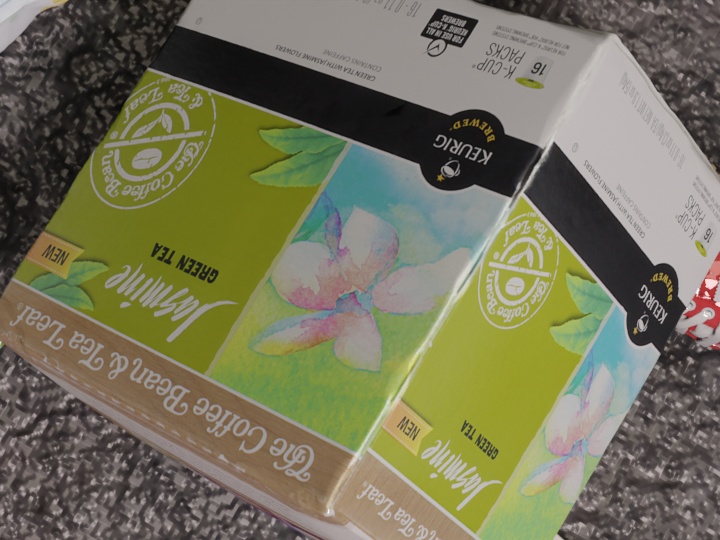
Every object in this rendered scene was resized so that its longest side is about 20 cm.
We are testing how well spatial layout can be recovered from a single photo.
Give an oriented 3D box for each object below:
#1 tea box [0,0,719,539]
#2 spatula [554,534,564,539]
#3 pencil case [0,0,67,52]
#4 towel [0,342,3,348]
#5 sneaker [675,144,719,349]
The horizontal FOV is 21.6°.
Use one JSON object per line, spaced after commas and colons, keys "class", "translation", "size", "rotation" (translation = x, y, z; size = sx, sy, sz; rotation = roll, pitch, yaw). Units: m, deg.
{"class": "tea box", "translation": [0.000, 0.000, 0.736], "size": [0.134, 0.200, 0.197], "rotation": [42, 74, -48]}
{"class": "spatula", "translation": [0.090, 0.128, 0.854], "size": [0.200, 0.021, 0.057], "rotation": [41, 80, -4]}
{"class": "pencil case", "translation": [-0.211, -0.088, 0.783], "size": [0.200, 0.083, 0.091], "rotation": [-43, 61, -11]}
{"class": "towel", "translation": [-0.238, 0.078, 0.797], "size": [0.086, 0.018, 0.200], "rotation": [35, 80, -5]}
{"class": "sneaker", "translation": [0.128, 0.006, 0.848], "size": [0.112, 0.071, 0.200], "rotation": [-41, 86, -16]}
